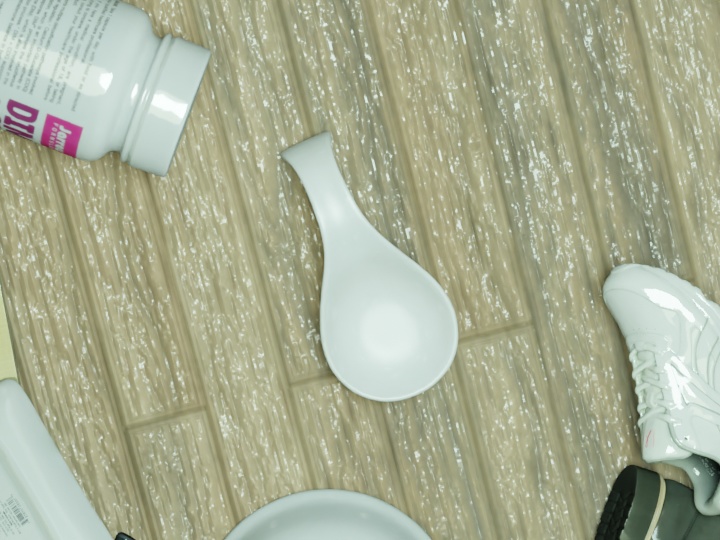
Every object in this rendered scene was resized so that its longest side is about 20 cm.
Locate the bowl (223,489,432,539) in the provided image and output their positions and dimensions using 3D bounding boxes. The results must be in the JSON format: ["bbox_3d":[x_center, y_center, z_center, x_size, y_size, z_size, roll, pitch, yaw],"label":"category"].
[{"bbox_3d":[-0.023,0.267,1.399,0.200,0.090,0.202,0,97,-4],"label":"bowl"}]

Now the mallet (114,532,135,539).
[{"bbox_3d":[-0.211,0.274,1.344,0.041,0.066,0.201,30,79,8],"label":"mallet"}]

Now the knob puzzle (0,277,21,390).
[{"bbox_3d":[-0.355,0.018,1.382,0.218,0.030,0.221,0,97,-3],"label":"knob puzzle"}]

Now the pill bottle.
[{"bbox_3d":[-0.211,-0.143,1.330,0.199,0.113,0.114,21,95,-5],"label":"pill bottle"}]

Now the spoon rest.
[{"bbox_3d":[0.000,0.000,1.384,0.099,0.061,0.201,-25,96,0],"label":"spoon rest"}]

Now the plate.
[{"bbox_3d":[-0.277,0.202,1.330,0.200,0.032,0.200,-36,66,1],"label":"plate"}]

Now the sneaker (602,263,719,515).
[{"bbox_3d":[0.229,0.089,1.382,0.099,0.078,0.200,-39,96,-27],"label":"sneaker"}]

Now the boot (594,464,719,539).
[{"bbox_3d":[0.230,0.259,1.422,0.138,0.077,0.201,19,96,-10],"label":"boot"}]
